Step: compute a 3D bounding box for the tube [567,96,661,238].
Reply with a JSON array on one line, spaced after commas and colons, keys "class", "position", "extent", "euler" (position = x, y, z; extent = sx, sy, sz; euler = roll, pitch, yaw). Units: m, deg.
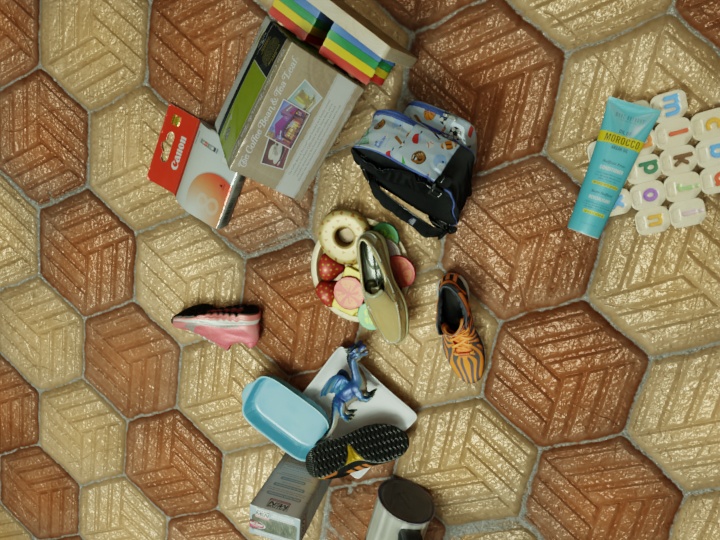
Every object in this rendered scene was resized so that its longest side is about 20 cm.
[{"class": "tube", "position": [0.379, -0.153, 0.797], "extent": [0.076, 0.050, 0.204], "euler": [18, 103, 5]}]

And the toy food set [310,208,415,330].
[{"class": "toy food set", "position": [0.000, 0.000, 0.946], "extent": [0.195, 0.049, 0.204], "euler": [23, 107, 9]}]

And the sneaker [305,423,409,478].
[{"class": "sneaker", "position": [-0.006, 0.343, 0.984], "extent": [0.195, 0.091, 0.071], "euler": [-13, 64, -8]}]

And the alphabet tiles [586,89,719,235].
[{"class": "alphabet tiles", "position": [0.457, -0.162, 0.797], "extent": [0.192, 0.015, 0.204], "euler": [-13, 99, 21]}]

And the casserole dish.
[{"class": "casserole dish", "position": [-0.143, 0.284, 1.025], "extent": [0.198, 0.039, 0.123], "euler": [34, 111, 8]}]

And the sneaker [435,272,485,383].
[{"class": "sneaker", "position": [0.163, 0.112, 0.892], "extent": [0.076, 0.112, 0.204], "euler": [-15, 98, 18]}]

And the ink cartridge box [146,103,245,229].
[{"class": "ink cartridge box", "position": [-0.315, -0.199, 0.988], "extent": [0.197, 0.050, 0.165], "euler": [28, 108, 4]}]

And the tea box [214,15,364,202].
[{"class": "tea box", "position": [-0.122, -0.257, 0.826], "extent": [0.132, 0.198, 0.202], "euler": [21, 114, -32]}]

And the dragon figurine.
[{"class": "dragon figurine", "position": [-0.036, 0.222, 0.964], "extent": [0.099, 0.059, 0.200], "euler": [44, 102, 6]}]

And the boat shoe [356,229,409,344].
[{"class": "boat shoe", "position": [0.029, 0.037, 0.880], "extent": [0.070, 0.076, 0.204], "euler": [-17, 98, 18]}]

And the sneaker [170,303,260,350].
[{"class": "sneaker", "position": [-0.291, 0.119, 1.042], "extent": [0.195, 0.074, 0.089], "euler": [0, 104, 15]}]

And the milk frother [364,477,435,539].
[{"class": "milk frother", "position": [0.112, 0.537, 1.009], "extent": [0.196, 0.180, 0.192], "euler": [5, 110, -31]}]

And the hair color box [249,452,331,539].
[{"class": "hair color box", "position": [-0.125, 0.420, 0.997], "extent": [0.097, 0.200, 0.062], "euler": [9, 105, 13]}]

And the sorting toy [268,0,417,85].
[{"class": "sorting toy", "position": [-0.026, -0.356, 0.791], "extent": [0.198, 0.200, 0.070], "euler": [38, 114, 4]}]

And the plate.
[{"class": "plate", "position": [-0.018, 0.277, 1.023], "extent": [0.199, 0.032, 0.201], "euler": [40, 110, 3]}]

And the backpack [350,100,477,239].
[{"class": "backpack", "position": [0.086, -0.170, 0.814], "extent": [0.187, 0.200, 0.156], "euler": [24, 77, 16]}]
